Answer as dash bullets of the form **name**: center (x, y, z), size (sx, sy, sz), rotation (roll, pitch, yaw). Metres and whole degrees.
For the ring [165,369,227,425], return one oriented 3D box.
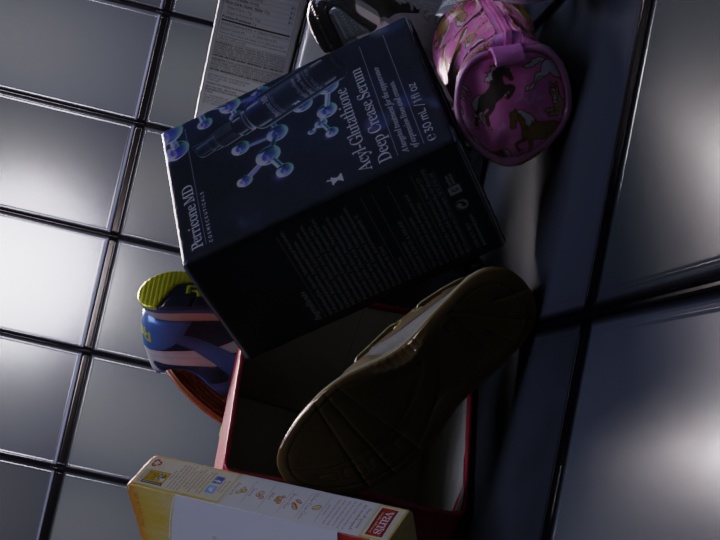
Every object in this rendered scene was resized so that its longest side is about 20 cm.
- **ring**: center (-0.090, 0.078, 1.289), size (0.019, 0.199, 0.201), rotation (-55, 16, 27)

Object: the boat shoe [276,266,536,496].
- **boat shoe**: center (0.032, 0.073, 0.957), size (0.200, 0.074, 0.066), rotation (-38, 4, 6)

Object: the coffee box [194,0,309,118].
- **coffee box**: center (-0.092, -0.233, 1.368), size (0.115, 0.079, 0.201), rotation (-83, 9, -55)

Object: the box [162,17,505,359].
- **box**: center (-0.022, -0.058, 1.025), size (0.149, 0.199, 0.107), rotation (-108, -10, -46)

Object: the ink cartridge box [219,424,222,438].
- **ink cartridge box**: center (-0.051, 0.173, 1.370), size (0.201, 0.075, 0.148), rotation (60, 143, 40)

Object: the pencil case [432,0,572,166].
- **pencil case**: center (0.096, -0.139, 1.029), size (0.083, 0.086, 0.200), rotation (-43, 17, 14)

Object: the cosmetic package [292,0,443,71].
- **cosmetic package**: center (0.019, -0.168, 1.365), size (0.167, 0.166, 0.201), rotation (-87, 11, -59)

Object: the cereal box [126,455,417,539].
- **cereal box**: center (-0.050, 0.203, 0.962), size (0.040, 0.199, 0.145), rotation (-45, -47, -47)

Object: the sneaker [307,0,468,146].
- **sneaker**: center (0.046, -0.193, 1.162), size (0.075, 0.200, 0.116), rotation (-4, 58, 47)

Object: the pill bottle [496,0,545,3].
- **pill bottle**: center (0.111, -0.232, 0.927), size (0.200, 0.111, 0.113), rotation (166, 117, -82)

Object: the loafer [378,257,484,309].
- **loafer**: center (0.000, 0.000, 1.133), size (0.070, 0.199, 0.069), rotation (-29, -57, -54)

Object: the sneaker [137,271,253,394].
- **sneaker**: center (-0.082, 0.057, 1.193), size (0.074, 0.198, 0.083), rotation (-77, -3, -63)

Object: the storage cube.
- **storage cube**: center (-0.021, 0.142, 1.091), size (0.180, 0.170, 0.201), rotation (107, 172, -45)
